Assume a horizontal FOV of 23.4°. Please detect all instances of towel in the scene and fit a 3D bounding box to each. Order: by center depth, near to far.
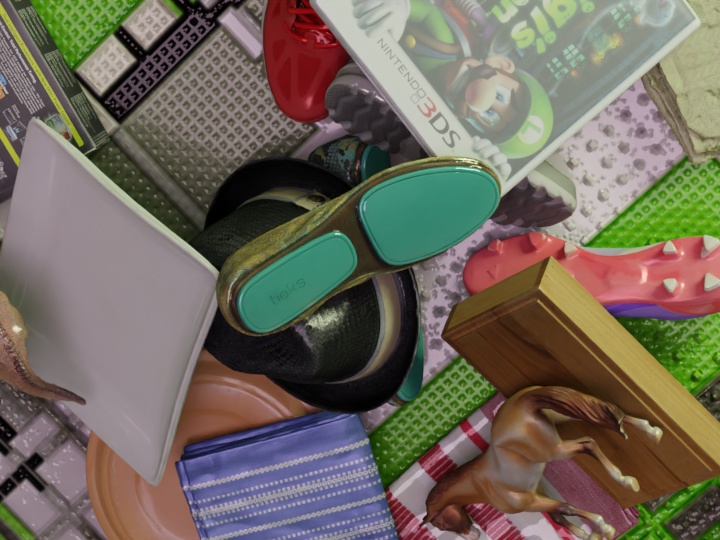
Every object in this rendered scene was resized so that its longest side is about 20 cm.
[{"bbox_3d":[0.281,-0.176,1.186,0.199,0.036,0.149,-26,98,13],"label":"towel"},{"bbox_3d":[-0.042,0.207,1.296,0.144,0.024,0.201,-15,103,7],"label":"towel"},{"bbox_3d":[0.090,0.194,1.299,0.200,0.023,0.144,-42,96,11],"label":"towel"}]

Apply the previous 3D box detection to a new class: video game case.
[{"bbox_3d":[0.097,-0.169,1.141,0.200,0.023,0.182,-41,104,-4],"label":"video game case"}]

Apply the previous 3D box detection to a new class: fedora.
[{"bbox_3d":[-0.057,0.021,1.202,0.200,0.091,0.201,16,115,37],"label":"fedora"}]

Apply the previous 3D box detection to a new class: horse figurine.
[{"bbox_3d":[0.129,0.135,1.221,0.132,0.050,0.200,23,138,4],"label":"horse figurine"}]

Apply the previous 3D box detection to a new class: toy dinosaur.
[{"bbox_3d":[-0.273,0.027,1.217,0.200,0.086,0.136,45,140,3],"label":"toy dinosaur"}]

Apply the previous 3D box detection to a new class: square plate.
[{"bbox_3d":[-0.181,0.021,1.232,0.200,0.028,0.199,39,130,24],"label":"square plate"}]

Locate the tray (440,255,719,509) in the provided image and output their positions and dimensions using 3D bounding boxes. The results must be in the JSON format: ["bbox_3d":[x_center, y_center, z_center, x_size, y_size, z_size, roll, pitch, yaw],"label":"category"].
[{"bbox_3d":[0.160,0.083,1.218,0.200,0.037,0.099,44,135,-18],"label":"tray"}]

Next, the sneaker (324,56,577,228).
[{"bbox_3d":[0.075,-0.102,1.208,0.200,0.082,0.075,33,149,-19],"label":"sneaker"}]

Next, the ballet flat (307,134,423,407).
[{"bbox_3d":[0.000,0.000,1.254,0.074,0.074,0.201,-6,101,8],"label":"ballet flat"}]

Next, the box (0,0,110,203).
[{"bbox_3d":[-0.301,-0.140,1.257,0.160,0.044,0.200,-29,99,12],"label":"box"}]

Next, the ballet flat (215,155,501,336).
[{"bbox_3d":[-0.006,-0.024,1.126,0.200,0.071,0.071,-28,100,-11],"label":"ballet flat"}]

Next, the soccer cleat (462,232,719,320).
[{"bbox_3d":[0.173,0.011,1.233,0.199,0.076,0.067,-3,66,20],"label":"soccer cleat"}]

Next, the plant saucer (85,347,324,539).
[{"bbox_3d":[-0.111,0.156,1.315,0.199,0.032,0.201,2,105,6],"label":"plant saucer"}]

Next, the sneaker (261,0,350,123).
[{"bbox_3d":[-0.035,-0.194,1.176,0.078,0.116,0.201,8,103,6],"label":"sneaker"}]
